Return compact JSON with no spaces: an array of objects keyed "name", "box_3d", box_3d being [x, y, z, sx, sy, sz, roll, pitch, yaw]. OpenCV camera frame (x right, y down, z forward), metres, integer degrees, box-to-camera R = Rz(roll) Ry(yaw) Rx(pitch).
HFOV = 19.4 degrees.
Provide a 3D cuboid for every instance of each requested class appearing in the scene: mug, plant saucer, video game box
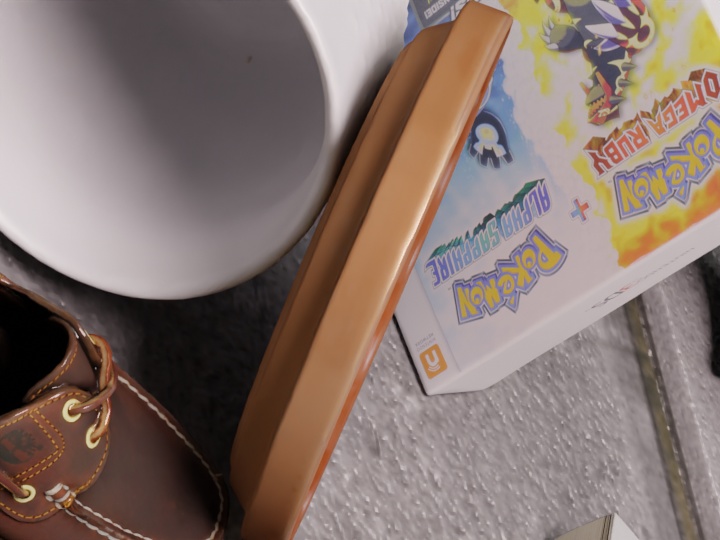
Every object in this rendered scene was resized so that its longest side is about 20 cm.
[{"name":"mug","box_3d":[-0.074,-0.111,0.756,0.200,0.148,0.176,40,31,-6]},{"name":"plant saucer","box_3d":[0.000,0.000,0.724,0.032,0.201,0.201,24,39,2]},{"name":"video game box","box_3d":[0.070,-0.072,0.845,0.047,0.200,0.183,-8,69,-48]}]

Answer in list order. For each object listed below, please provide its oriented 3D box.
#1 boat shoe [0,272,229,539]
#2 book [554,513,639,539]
[{"name":"boat shoe","box_3d":[-0.112,0.039,0.654,0.200,0.070,0.071,33,41,-32]},{"name":"book","box_3d":[0.111,0.211,0.814,0.134,0.048,0.200,47,35,-21]}]
